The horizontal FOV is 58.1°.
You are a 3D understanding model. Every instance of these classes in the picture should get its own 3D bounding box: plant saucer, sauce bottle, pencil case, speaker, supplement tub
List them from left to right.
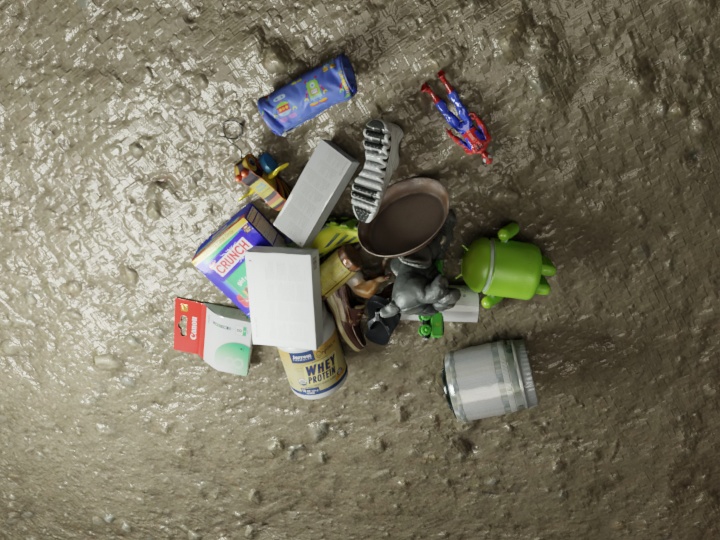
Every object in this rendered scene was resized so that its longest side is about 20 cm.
[{"bbox_3d":[-0.098,-0.323,1.213,0.197,0.078,0.088,-24,87,18],"label":"pencil case"},{"bbox_3d":[-0.115,0.174,1.474,0.141,0.145,0.203,-9,120,10],"label":"supplement tub"},{"bbox_3d":[-0.081,0.026,1.356,0.199,0.066,0.066,-39,111,25],"label":"sauce bottle"},{"bbox_3d":[0.088,-0.099,1.270,0.197,0.203,0.032,-22,135,17],"label":"plant saucer"},{"bbox_3d":[0.160,0.070,1.426,0.195,0.082,0.083,1,121,4],"label":"speaker"}]

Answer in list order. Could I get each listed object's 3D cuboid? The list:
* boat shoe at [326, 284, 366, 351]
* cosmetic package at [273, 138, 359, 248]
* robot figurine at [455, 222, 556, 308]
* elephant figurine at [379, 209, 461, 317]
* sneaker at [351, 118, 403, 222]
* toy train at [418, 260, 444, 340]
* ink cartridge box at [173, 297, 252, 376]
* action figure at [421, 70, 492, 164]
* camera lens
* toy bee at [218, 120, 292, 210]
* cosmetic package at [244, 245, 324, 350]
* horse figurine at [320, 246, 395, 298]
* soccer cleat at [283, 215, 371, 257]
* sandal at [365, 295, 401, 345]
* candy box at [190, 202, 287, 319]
[{"bbox_3d":[-0.021,0.091,1.462,0.071,0.072,0.203,-18,110,13],"label":"boat shoe"},{"bbox_3d":[-0.088,-0.152,1.296,0.082,0.050,0.202,38,108,16],"label":"cosmetic package"},{"bbox_3d":[0.299,-0.005,1.347,0.195,0.116,0.179,8,114,-2],"label":"robot figurine"},{"bbox_3d":[0.120,-0.017,1.310,0.153,0.204,0.140,9,153,-43],"label":"elephant figurine"},{"bbox_3d":[0.038,-0.190,1.266,0.074,0.080,0.204,28,114,34],"label":"sneaker"},{"bbox_3d":[0.152,0.045,1.373,0.055,0.042,0.205,2,80,-6],"label":"toy train"},{"bbox_3d":[-0.353,0.159,1.543,0.195,0.050,0.164,10,121,-4],"label":"ink cartridge box"},{"bbox_3d":[0.194,-0.281,1.235,0.065,0.052,0.200,-35,115,19],"label":"action figure"},{"bbox_3d":[0.291,0.249,1.475,0.196,0.161,0.162,-14,119,13],"label":"camera lens"},{"bbox_3d":[-0.214,-0.185,1.290,0.197,0.110,0.132,29,121,-12],"label":"toy bee"},{"bbox_3d":[-0.155,0.055,1.331,0.147,0.052,0.205,3,107,17],"label":"cosmetic package"},{"bbox_3d":[0.000,0.000,1.386,0.199,0.050,0.133,38,93,3],"label":"horse figurine"},{"bbox_3d":[-0.068,-0.068,1.363,0.196,0.065,0.086,1,109,17],"label":"soccer cleat"},{"bbox_3d":[0.045,0.119,1.407,0.075,0.043,0.202,18,149,10],"label":"sandal"},{"bbox_3d":[-0.236,-0.015,1.410,0.168,0.078,0.200,-35,112,21],"label":"candy box"}]
